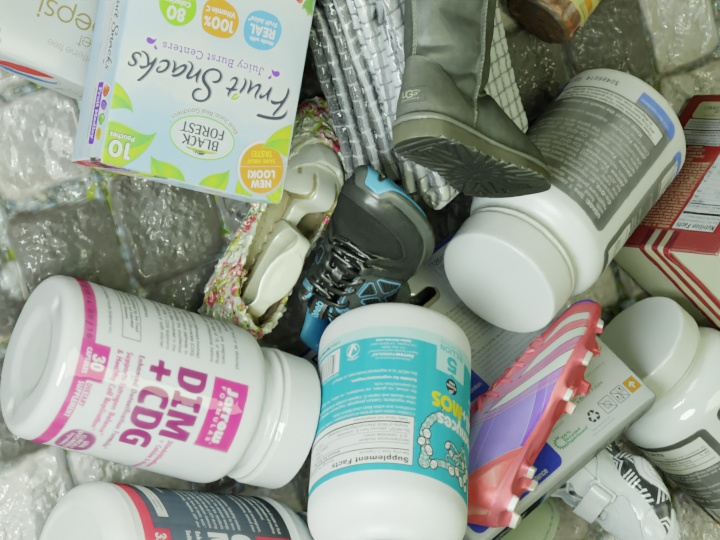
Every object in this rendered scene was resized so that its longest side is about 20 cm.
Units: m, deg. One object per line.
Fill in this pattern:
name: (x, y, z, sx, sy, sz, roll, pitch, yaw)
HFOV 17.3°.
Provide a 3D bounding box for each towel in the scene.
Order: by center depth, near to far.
towel: (0.038, -0.159, 1.722, 0.166, 0.085, 0.201, -43, 123, -51)

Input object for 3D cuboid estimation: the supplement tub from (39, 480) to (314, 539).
supplement tub: (-0.115, 0.223, 1.644, 0.199, 0.140, 0.141, 9, 89, -33)

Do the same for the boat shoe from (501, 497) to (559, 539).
boat shoe: (0.078, 0.239, 1.821, 0.201, 0.072, 0.061, -38, 158, -37)

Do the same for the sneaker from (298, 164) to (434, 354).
sneaker: (0.000, 0.000, 1.681, 0.073, 0.200, 0.082, 39, 66, 18)

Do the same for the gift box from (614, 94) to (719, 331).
gift box: (0.342, -0.034, 1.895, 0.187, 0.184, 0.200, 43, 77, -26)

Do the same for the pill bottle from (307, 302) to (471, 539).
pill bottle: (0.020, 0.131, 1.640, 0.111, 0.111, 0.201, 27, 50, -32)

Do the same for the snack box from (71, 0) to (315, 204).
snack box: (-0.106, -0.156, 1.589, 0.142, 0.053, 0.201, 12, 86, -31)

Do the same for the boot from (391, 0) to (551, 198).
boot: (0.080, -0.164, 1.658, 0.182, 0.072, 0.201, 30, 55, -56)

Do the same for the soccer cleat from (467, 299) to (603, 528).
soccer cleat: (0.116, 0.096, 1.724, 0.200, 0.076, 0.067, -61, 164, -25)

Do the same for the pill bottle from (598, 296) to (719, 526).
pill bottle: (0.278, 0.117, 1.905, 0.200, 0.116, 0.117, 43, 71, -28)

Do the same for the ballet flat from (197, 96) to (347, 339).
ballet flat: (-0.048, -0.033, 1.712, 0.075, 0.064, 0.201, 30, 78, -29)

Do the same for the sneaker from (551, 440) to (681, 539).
sneaker: (0.156, 0.163, 1.823, 0.115, 0.075, 0.200, -26, 72, -20)

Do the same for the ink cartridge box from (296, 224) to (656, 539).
ink cartridge box: (0.086, 0.087, 1.785, 0.197, 0.047, 0.200, -37, 71, -25)

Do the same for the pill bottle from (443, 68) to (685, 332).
pill bottle: (0.153, -0.052, 1.789, 0.200, 0.113, 0.114, -49, 118, -35)

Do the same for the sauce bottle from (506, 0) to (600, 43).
sauce bottle: (0.191, -0.268, 1.846, 0.066, 0.066, 0.200, 45, 72, -27)

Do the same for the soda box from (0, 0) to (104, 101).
soda box: (-0.190, -0.153, 1.607, 0.199, 0.068, 0.064, 22, 82, -33)

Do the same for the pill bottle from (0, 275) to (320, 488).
pill bottle: (-0.135, 0.082, 1.624, 0.199, 0.113, 0.114, 17, 85, -27)
